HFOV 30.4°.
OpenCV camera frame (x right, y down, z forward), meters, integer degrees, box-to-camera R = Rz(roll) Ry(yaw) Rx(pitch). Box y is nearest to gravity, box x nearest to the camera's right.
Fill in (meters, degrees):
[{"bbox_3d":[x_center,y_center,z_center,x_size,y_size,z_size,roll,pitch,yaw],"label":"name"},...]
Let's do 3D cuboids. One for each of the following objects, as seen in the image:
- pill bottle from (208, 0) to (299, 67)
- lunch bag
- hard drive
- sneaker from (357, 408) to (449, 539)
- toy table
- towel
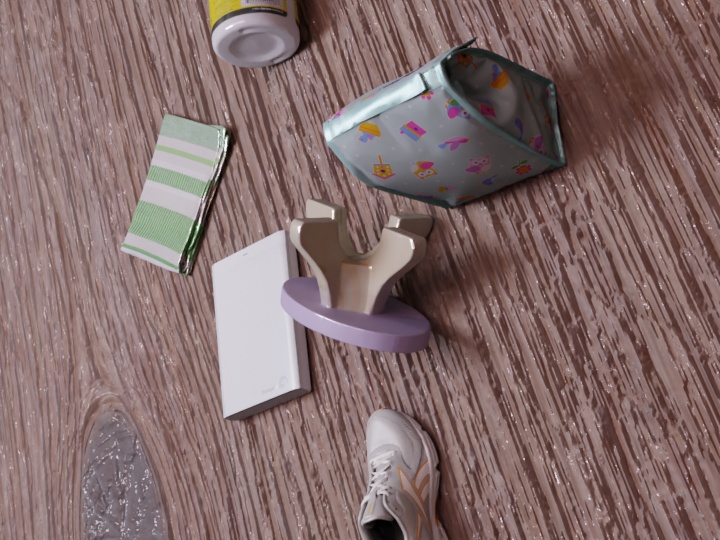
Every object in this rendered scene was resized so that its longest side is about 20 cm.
[{"bbox_3d":[-0.139,-0.368,1.678,0.111,0.111,0.200,-23,62,37],"label":"pill bottle"},{"bbox_3d":[0.082,-0.150,1.344,0.170,0.200,0.122,-21,65,39],"label":"lunch bag"},{"bbox_3d":[-0.122,0.067,1.596,0.132,0.026,0.200,-25,62,36],"label":"hard drive"},{"bbox_3d":[0.034,0.230,1.356,0.076,0.092,0.200,-33,57,31],"label":"sneaker"},{"bbox_3d":[0.000,0.000,1.413,0.200,0.184,0.117,19,108,36],"label":"toy table"},{"bbox_3d":[-0.247,-0.104,1.765,0.152,0.023,0.200,18,91,45],"label":"towel"}]
